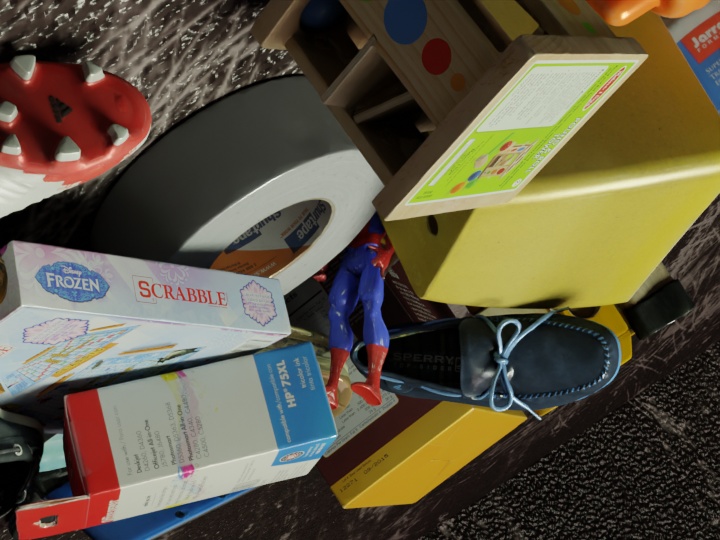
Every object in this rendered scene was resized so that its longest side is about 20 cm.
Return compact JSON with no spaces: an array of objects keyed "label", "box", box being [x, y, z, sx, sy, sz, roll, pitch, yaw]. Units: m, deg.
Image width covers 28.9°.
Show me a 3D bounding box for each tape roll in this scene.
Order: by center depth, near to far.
[{"label":"tape roll","box":[-0.078,-0.039,0.936,0.200,0.066,0.200,-32,162,-12]}]

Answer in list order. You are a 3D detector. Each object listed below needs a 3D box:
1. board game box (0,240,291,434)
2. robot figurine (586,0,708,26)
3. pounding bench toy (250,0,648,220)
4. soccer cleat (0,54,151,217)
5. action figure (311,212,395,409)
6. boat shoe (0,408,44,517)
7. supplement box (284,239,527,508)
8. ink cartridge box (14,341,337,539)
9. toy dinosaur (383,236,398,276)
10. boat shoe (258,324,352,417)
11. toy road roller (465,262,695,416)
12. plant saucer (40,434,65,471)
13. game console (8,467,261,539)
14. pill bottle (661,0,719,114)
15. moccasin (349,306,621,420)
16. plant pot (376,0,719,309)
[{"label":"board game box","box":[-0.182,0.050,0.857,0.200,0.041,0.199,-29,155,36]},{"label":"robot figurine","box":[0.220,-0.240,0.887,0.200,0.144,0.117,-35,-159,-3]},{"label":"pounding bench toy","box":[0.063,-0.154,0.746,0.124,0.156,0.200,-11,151,-51]},{"label":"soccer cleat","box":[-0.200,-0.050,0.691,0.200,0.069,0.085,-23,168,-26]},{"label":"action figure","box":[0.000,0.000,1.029,0.065,0.201,0.052,-12,145,34]},{"label":"boat shoe","box":[-0.231,0.118,0.850,0.074,0.066,0.199,-9,160,-10]},{"label":"supplement box","box":[0.014,0.080,1.186,0.133,0.200,0.197,-38,162,10]},{"label":"ink cartridge box","box":[-0.126,0.111,0.895,0.199,0.067,0.116,-11,163,-17]},{"label":"toy dinosaur","box":[0.054,-0.042,1.093,0.200,0.101,0.058,-32,120,-23]},{"label":"boat shoe","box":[-0.103,0.060,1.044,0.199,0.063,0.073,19,126,-19]},{"label":"toy road roller","box":[0.179,0.037,1.221,0.200,0.123,0.146,-31,173,-17]},{"label":"plant saucer","box":[-0.185,0.108,1.139,0.200,0.027,0.200,-25,169,-5]},{"label":"game console","box":[-0.195,0.209,1.276,0.200,0.118,0.171,-20,157,-39]},{"label":"pill bottle","box":[0.283,-0.151,1.090,0.112,0.200,0.112,-32,163,-11]},{"label":"moccasin","box":[0.086,0.071,1.011,0.199,0.081,0.068,-8,171,25]},{"label":"plant pot","box":[0.107,-0.085,0.979,0.176,0.200,0.200,-15,156,-23]}]
